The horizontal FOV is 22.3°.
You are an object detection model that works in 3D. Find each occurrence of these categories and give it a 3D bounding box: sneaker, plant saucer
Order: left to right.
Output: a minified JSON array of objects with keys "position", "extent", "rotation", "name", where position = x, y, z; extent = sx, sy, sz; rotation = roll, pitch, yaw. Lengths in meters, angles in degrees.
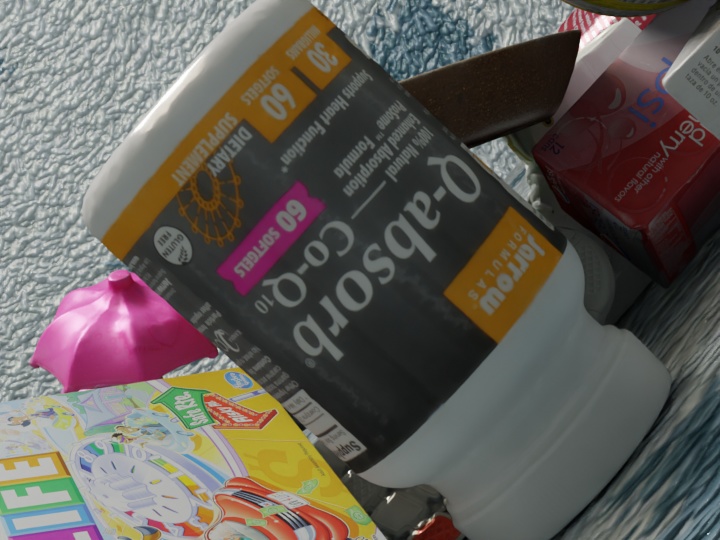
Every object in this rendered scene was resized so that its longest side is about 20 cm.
[{"position":[0.007,-0.057,0.803],"extent":[0.200,0.035,0.200],"rotation":[-20,3,1],"name":"plant saucer"},{"position":[0.045,0.076,0.790],"extent":[0.200,0.077,0.082],"rotation":[-47,-26,-11],"name":"sneaker"},{"position":[0.092,-0.028,0.891],"extent":[0.200,0.116,0.074],"rotation":[-49,3,-7],"name":"sneaker"}]

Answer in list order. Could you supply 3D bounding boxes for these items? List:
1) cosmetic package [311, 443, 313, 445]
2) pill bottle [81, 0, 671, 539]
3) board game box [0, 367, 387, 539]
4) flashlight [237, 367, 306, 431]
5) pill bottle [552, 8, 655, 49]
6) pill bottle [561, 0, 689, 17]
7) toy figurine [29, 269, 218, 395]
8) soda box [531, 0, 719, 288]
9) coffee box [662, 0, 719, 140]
[{"position":[-0.079,0.183,1.055],"extent":[0.104,0.073,0.200],"rotation":[-48,1,-38],"name":"cosmetic package"},{"position":[0.008,0.004,0.658],"extent":[0.116,0.200,0.116],"rotation":[-48,3,3],"name":"pill bottle"},{"position":[-0.074,0.098,0.693],"extent":[0.134,0.034,0.200],"rotation":[-8,23,-20],"name":"board game box"},{"position":[-0.001,0.043,0.984],"extent":[0.200,0.068,0.068],"rotation":[-31,42,37],"name":"flashlight"},{"position":[0.193,-0.144,1.061],"extent":[0.200,0.113,0.113],"rotation":[-47,1,32],"name":"pill bottle"},{"position":[0.107,-0.158,0.713],"extent":[0.114,0.114,0.200],"rotation":[-47,1,6],"name":"pill bottle"},{"position":[-0.089,0.090,0.879],"extent":[0.150,0.184,0.200],"rotation":[-27,-8,-41],"name":"toy figurine"},{"position":[0.170,-0.094,0.813],"extent":[0.200,0.070,0.063],"rotation":[-47,-29,-4],"name":"soda box"},{"position":[0.207,-0.122,0.628],"extent":[0.200,0.080,0.114],"rotation":[-47,1,30],"name":"coffee box"}]
